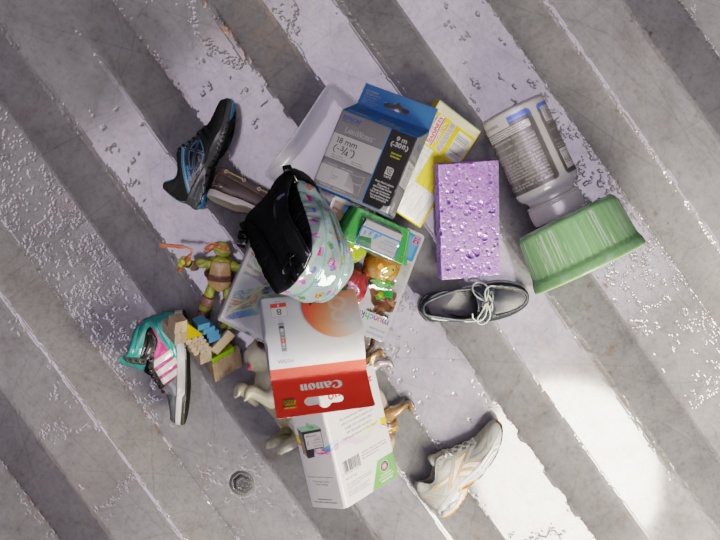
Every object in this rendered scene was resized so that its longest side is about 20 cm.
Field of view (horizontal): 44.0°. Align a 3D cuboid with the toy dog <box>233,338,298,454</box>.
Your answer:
[{"bbox_3d":[-0.125,0.190,1.541,0.193,0.139,0.202,-26,93,-10],"label":"toy dog"}]

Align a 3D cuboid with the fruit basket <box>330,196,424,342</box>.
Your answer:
[{"bbox_3d":[0.000,0.000,1.514,0.184,0.094,0.202,23,84,-19],"label":"fruit basket"}]

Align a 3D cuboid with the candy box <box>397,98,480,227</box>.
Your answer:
[{"bbox_3d":[0.116,-0.184,1.543,0.102,0.026,0.201,31,94,-26],"label":"candy box"}]

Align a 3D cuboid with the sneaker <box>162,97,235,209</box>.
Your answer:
[{"bbox_3d":[-0.277,-0.210,1.545,0.081,0.073,0.202,24,93,1],"label":"sneaker"}]

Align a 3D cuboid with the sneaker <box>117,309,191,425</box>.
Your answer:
[{"bbox_3d":[-0.363,0.172,1.567,0.119,0.084,0.202,-3,86,-4],"label":"sneaker"}]

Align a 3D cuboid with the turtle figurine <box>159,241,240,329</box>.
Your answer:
[{"bbox_3d":[-0.257,0.016,1.563,0.198,0.064,0.163,5,104,-16],"label":"turtle figurine"}]

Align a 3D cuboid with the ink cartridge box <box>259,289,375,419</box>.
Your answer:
[{"bbox_3d":[-0.070,0.127,1.408,0.160,0.050,0.201,-5,51,-11],"label":"ink cartridge box"}]

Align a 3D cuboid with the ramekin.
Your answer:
[{"bbox_3d":[0.362,-0.046,1.486,0.199,0.200,0.098,-26,87,3],"label":"ramekin"}]

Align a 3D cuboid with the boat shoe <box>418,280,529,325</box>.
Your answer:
[{"bbox_3d":[0.200,0.056,1.559,0.198,0.062,0.076,-1,92,1],"label":"boat shoe"}]

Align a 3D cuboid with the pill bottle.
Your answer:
[{"bbox_3d":[0.298,-0.184,1.512,0.113,0.114,0.202,-25,91,3],"label":"pill bottle"}]

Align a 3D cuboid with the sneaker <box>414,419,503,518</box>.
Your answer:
[{"bbox_3d":[0.172,0.337,1.577,0.092,0.076,0.201,36,93,3],"label":"sneaker"}]

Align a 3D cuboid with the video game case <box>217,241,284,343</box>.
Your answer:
[{"bbox_3d":[-0.125,0.036,1.513,0.181,0.022,0.201,28,60,-15],"label":"video game case"}]

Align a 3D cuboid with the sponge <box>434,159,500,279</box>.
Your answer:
[{"bbox_3d":[0.186,-0.089,1.547,0.110,0.030,0.202,-4,99,-12],"label":"sponge"}]

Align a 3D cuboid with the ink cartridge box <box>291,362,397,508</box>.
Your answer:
[{"bbox_3d":[-0.029,0.270,1.478,0.083,0.144,0.202,-9,95,41],"label":"ink cartridge box"}]

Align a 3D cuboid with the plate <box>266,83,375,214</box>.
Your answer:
[{"bbox_3d":[-0.031,-0.190,1.561,0.199,0.032,0.201,36,94,-1],"label":"plate"}]

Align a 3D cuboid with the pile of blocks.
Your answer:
[{"bbox_3d":[-0.273,0.113,1.535,0.082,0.200,0.062,-45,53,-8],"label":"pile of blocks"}]

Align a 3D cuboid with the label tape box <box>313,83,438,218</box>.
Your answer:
[{"bbox_3d":[0.025,-0.208,1.491,0.143,0.063,0.202,22,90,15],"label":"label tape box"}]

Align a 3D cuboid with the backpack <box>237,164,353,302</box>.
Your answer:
[{"bbox_3d":[-0.097,-0.045,1.421,0.126,0.201,0.167,14,125,-37],"label":"backpack"}]

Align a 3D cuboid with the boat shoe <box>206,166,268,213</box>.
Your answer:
[{"bbox_3d":[-0.165,-0.118,1.552,0.198,0.072,0.060,21,79,-7],"label":"boat shoe"}]

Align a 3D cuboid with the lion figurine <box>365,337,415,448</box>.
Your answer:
[{"bbox_3d":[0.019,0.227,1.571,0.122,0.072,0.201,-27,91,4],"label":"lion figurine"}]
